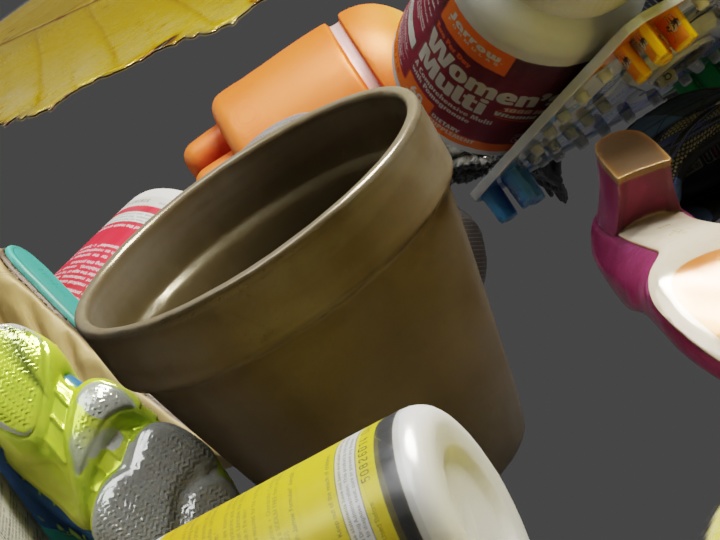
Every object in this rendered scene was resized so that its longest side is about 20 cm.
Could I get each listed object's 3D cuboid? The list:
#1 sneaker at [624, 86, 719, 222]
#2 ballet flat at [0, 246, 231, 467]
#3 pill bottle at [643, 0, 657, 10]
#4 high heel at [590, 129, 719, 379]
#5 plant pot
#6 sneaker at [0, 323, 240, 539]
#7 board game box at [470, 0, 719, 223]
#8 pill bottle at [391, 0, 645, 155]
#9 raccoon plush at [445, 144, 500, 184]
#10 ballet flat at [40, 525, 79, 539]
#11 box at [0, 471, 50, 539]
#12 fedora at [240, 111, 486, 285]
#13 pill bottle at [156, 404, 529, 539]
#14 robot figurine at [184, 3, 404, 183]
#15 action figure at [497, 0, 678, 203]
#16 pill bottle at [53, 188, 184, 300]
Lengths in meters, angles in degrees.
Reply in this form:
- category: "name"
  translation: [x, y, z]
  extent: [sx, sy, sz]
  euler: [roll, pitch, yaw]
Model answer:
- category: "sneaker"
  translation: [0.225, -0.080, 1.379]
  extent: [0.200, 0.075, 0.079]
  euler: [-39, 25, 13]
- category: "ballet flat"
  translation: [-0.152, 0.066, 1.511]
  extent: [0.063, 0.200, 0.069]
  euler: [-53, -24, 5]
- category: "pill bottle"
  translation: [0.203, -0.215, 1.676]
  extent: [0.119, 0.120, 0.200]
  euler: [-39, 18, -17]
- category: "high heel"
  translation: [0.159, 0.019, 1.281]
  extent: [0.067, 0.096, 0.200]
  euler: [-20, 37, -12]
- category: "plant pot"
  translation: [-0.013, 0.037, 1.297]
  extent: [0.199, 0.174, 0.200]
  euler: [-30, 18, 11]
- category: "sneaker"
  translation: [-0.130, 0.111, 1.381]
  extent: [0.076, 0.200, 0.105]
  euler: [-41, -17, -21]
- category: "board game box"
  translation: [0.174, -0.113, 1.429]
  extent: [0.199, 0.026, 0.200]
  euler: [-29, -11, -33]
- category: "pill bottle"
  translation: [0.088, -0.145, 1.388]
  extent: [0.109, 0.110, 0.200]
  euler: [-41, -7, -22]
- category: "raccoon plush"
  translation: [0.055, -0.100, 1.701]
  extent: [0.200, 0.097, 0.134]
  euler: [-36, 2, 11]
- category: "ballet flat"
  translation: [-0.179, 0.161, 1.457]
  extent: [0.199, 0.069, 0.063]
  euler: [-34, 2, -6]
- category: "box"
  translation: [-0.214, 0.139, 1.343]
  extent: [0.077, 0.201, 0.095]
  euler: [-32, 17, 5]
- category: "fedora"
  translation: [0.000, 0.000, 1.462]
  extent: [0.199, 0.178, 0.090]
  euler: [-17, -6, 43]
- category: "pill bottle"
  translation: [-0.030, 0.148, 1.135]
  extent: [0.199, 0.112, 0.112]
  euler: [-28, 18, 16]
- category: "robot figurine"
  translation: [-0.019, -0.101, 1.782]
  extent: [0.199, 0.117, 0.144]
  euler: [-34, -4, 3]
- category: "action figure"
  translation: [0.141, -0.145, 1.574]
  extent: [0.119, 0.102, 0.200]
  euler: [31, 79, 31]
- category: "pill bottle"
  translation: [-0.155, 0.048, 1.631]
  extent: [0.112, 0.113, 0.200]
  euler: [-14, 25, 47]
